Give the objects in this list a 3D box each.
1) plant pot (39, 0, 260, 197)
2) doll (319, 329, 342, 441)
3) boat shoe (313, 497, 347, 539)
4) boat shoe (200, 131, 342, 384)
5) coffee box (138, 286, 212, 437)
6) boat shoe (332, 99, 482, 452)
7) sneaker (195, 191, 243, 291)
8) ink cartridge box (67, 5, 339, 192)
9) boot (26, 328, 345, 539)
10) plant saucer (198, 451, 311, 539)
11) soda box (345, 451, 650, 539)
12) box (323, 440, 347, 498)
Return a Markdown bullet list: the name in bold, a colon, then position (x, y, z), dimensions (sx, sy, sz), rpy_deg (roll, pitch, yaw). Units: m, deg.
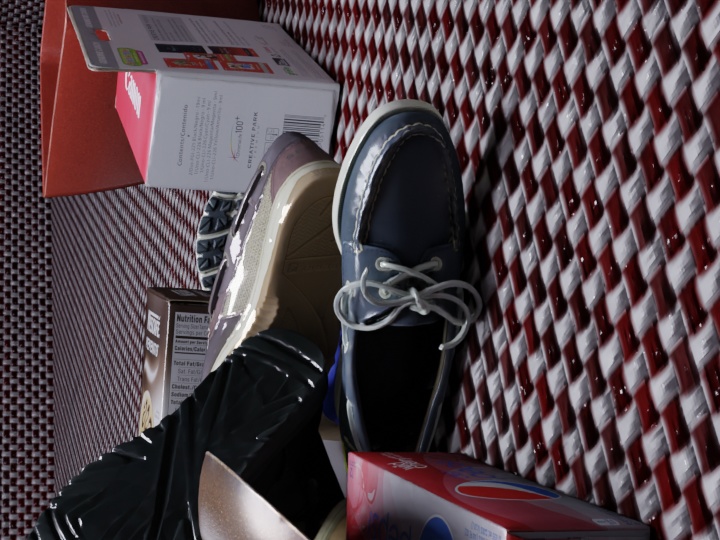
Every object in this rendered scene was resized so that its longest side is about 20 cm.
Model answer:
- **plant pot**: position (-0.187, -0.197, 1.210), dimensions (0.201, 0.173, 0.202), rpy_deg (110, 156, -44)
- **doll**: position (0.000, 0.000, 0.795), dimensions (0.137, 0.048, 0.202), rpy_deg (-111, 29, -46)
- **boat shoe**: position (0.003, 0.226, 0.738), dimensions (0.066, 0.073, 0.203), rpy_deg (-4, 76, 49)
- **boat shoe**: position (-0.050, 0.014, 0.769), dimensions (0.065, 0.071, 0.202), rpy_deg (59, 141, 43)
- **coffee box**: position (-0.105, 0.117, 0.912), dimensions (0.113, 0.079, 0.204), rpy_deg (-170, 84, -75)
- **boat shoe**: position (0.019, 0.017, 0.689), dimensions (0.062, 0.074, 0.203), rpy_deg (-116, 32, -59)
- **sneaker**: position (-0.096, 0.015, 1.059), dimensions (0.086, 0.076, 0.203), rpy_deg (-156, 69, -75)
- **ink cartridge box**: position (-0.126, -0.129, 1.006), dimensions (0.200, 0.173, 0.085), rpy_deg (-125, 41, -63)
- **boot**: position (-0.081, 0.148, 0.739), dimensions (0.076, 0.200, 0.170), rpy_deg (28, 145, 28)
- **plant saucer**: position (-0.001, 0.156, 0.579), dimensions (0.032, 0.200, 0.200), rpy_deg (-48, 13, -11)
- **soda box**: position (0.050, 0.126, 0.596), dimensions (0.200, 0.062, 0.071), rpy_deg (-178, 91, -72)
- **box**: position (-0.040, 0.167, 0.906), dimensions (0.123, 0.047, 0.202), rpy_deg (114, 154, -50)
